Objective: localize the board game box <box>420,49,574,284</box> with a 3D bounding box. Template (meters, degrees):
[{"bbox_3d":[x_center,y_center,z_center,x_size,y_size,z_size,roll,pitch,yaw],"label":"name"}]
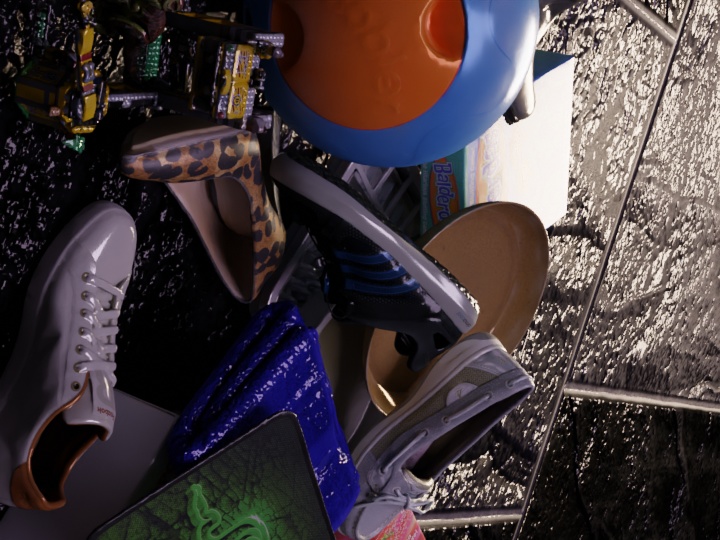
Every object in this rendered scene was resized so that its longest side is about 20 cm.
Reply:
[{"bbox_3d":[0.118,-0.089,1.258,0.200,0.045,0.153,-34,130,-49],"label":"board game box"}]

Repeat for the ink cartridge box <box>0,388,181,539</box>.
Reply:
[{"bbox_3d":[-0.151,0.188,1.039,0.145,0.084,0.200,-61,148,-17],"label":"ink cartridge box"}]

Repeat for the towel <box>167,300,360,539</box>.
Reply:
[{"bbox_3d":[-0.058,0.135,1.037,0.148,0.049,0.201,-56,146,-32],"label":"towel"}]

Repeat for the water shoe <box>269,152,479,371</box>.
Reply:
[{"bbox_3d":[0.000,0.000,1.038,0.200,0.072,0.079,40,95,-26],"label":"water shoe"}]

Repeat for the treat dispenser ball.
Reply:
[{"bbox_3d":[0.020,-0.171,1.001,0.201,0.200,0.202,-35,135,-45],"label":"treat dispenser ball"}]

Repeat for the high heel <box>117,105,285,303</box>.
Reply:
[{"bbox_3d":[-0.105,-0.033,0.999,0.200,0.071,0.143,-22,119,-63],"label":"high heel"}]

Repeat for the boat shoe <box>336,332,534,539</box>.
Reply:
[{"bbox_3d":[0.053,0.141,1.169,0.202,0.065,0.074,-48,145,7],"label":"boat shoe"}]

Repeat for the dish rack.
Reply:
[{"bbox_3d":[-0.017,-0.009,1.192,0.201,0.043,0.172,-60,149,-19],"label":"dish rack"}]

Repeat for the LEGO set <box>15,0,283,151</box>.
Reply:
[{"bbox_3d":[-0.107,-0.160,0.861,0.154,0.115,0.201,2,103,-59],"label":"LEGO set"}]

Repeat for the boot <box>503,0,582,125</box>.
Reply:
[{"bbox_3d":[0.150,-0.205,1.110,0.068,0.130,0.201,-94,171,-53],"label":"boot"}]

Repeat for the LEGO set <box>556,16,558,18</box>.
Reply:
[{"bbox_3d":[0.166,-0.298,1.153,0.154,0.115,0.201,-50,137,-33],"label":"LEGO set"}]

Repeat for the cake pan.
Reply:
[{"bbox_3d":[-0.018,0.095,1.171,0.200,0.037,0.201,-36,136,-45],"label":"cake pan"}]

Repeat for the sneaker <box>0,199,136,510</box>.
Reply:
[{"bbox_3d":[-0.173,0.057,0.932,0.073,0.084,0.201,31,78,-58],"label":"sneaker"}]

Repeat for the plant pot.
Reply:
[{"bbox_3d":[0.072,0.029,1.178,0.200,0.027,0.201,-28,137,-30],"label":"plant pot"}]

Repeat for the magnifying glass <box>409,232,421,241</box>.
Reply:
[{"bbox_3d":[0.040,-0.007,1.224,0.200,0.022,0.080,22,88,-60],"label":"magnifying glass"}]

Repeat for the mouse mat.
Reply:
[{"bbox_3d":[-0.091,0.195,0.998,0.161,0.008,0.201,-32,137,-18],"label":"mouse mat"}]

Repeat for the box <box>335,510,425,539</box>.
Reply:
[{"bbox_3d":[-0.042,0.273,1.255,0.200,0.102,0.095,-54,146,-24],"label":"box"}]
